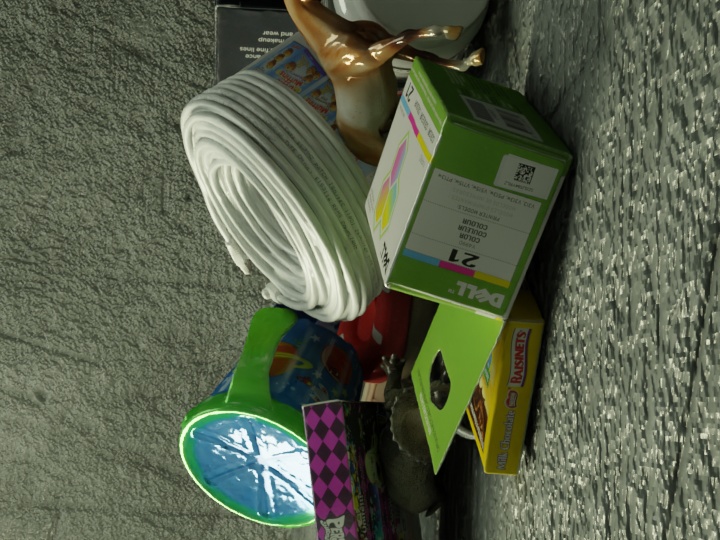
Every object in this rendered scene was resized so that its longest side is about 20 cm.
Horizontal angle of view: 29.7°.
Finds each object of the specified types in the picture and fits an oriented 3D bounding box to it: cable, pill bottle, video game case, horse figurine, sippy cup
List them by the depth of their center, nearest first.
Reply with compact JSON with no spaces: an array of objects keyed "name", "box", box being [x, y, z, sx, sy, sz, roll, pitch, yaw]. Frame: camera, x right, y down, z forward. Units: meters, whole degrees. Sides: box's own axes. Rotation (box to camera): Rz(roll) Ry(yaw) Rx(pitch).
[{"name":"horse figurine","box":[0.023,-0.117,0.902,0.200,0.132,0.050,68,-142,-49]},{"name":"pill bottle","box":[0.031,-0.198,0.989,0.200,0.113,0.115,169,103,-84]},{"name":"cable","box":[-0.052,-0.051,0.996,0.200,0.069,0.201,29,151,52]},{"name":"video game case","box":[0.009,0.199,1.020,0.181,0.036,0.201,19,-117,-73]},{"name":"sippy cup","box":[-0.060,0.115,1.097,0.178,0.139,0.131,-48,10,43]}]

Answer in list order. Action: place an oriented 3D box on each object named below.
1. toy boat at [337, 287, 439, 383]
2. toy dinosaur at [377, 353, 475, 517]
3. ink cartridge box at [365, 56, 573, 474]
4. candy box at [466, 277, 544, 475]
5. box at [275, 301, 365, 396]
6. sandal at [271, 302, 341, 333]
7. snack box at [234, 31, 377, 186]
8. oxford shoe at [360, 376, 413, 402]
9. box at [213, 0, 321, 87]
[{"name":"toy boat","box":[0.000,0.000,1.139,0.131,0.130,0.201,-96,10,-56]},{"name":"toy dinosaur","box":[0.039,0.129,0.992,0.103,0.076,0.201,-75,-1,-46]},{"name":"ink cartridge box","box":[0.041,-0.006,0.798,0.148,0.075,0.201,-103,32,-69]},{"name":"candy box","box":[0.080,0.033,0.865,0.200,0.026,0.103,-102,19,-66]},{"name":"box","box":[-0.029,0.008,1.472,0.200,0.123,0.198,101,171,-57]},{"name":"sandal","box":[-0.019,0.023,1.259,0.200,0.079,0.088,-22,-54,-55]},{"name":"snack box","box":[-0.012,-0.095,1.041,0.200,0.072,0.024,48,163,17]},{"name":"oxford shoe","box":[0.029,0.128,1.203,0.200,0.057,0.076,-70,-24,-58]},{"name":"box","box":[-0.046,-0.197,1.337,0.118,0.195,0.201,-94,8,-50]}]
